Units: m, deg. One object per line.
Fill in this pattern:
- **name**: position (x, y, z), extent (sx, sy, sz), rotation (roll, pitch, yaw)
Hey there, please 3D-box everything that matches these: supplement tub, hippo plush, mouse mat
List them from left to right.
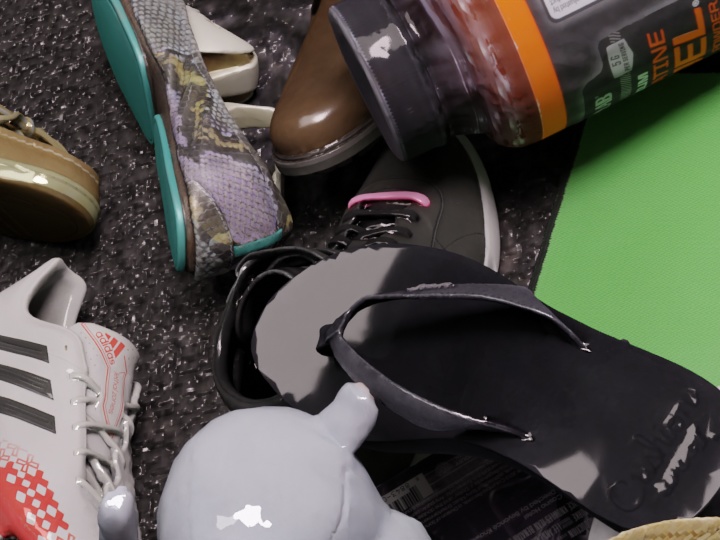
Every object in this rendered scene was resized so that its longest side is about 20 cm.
- **hippo plush**: position (-0.051, 0.127, 0.708), extent (0.159, 0.200, 0.161), rotation (-33, 22, 26)
- **supplement tub**: position (0.090, -0.120, 0.877), extent (0.199, 0.107, 0.107), rotation (-27, 48, -1)
- **mouse mat**: position (0.164, -0.017, 0.844), extent (0.199, 0.008, 0.162), rotation (3, 59, 29)

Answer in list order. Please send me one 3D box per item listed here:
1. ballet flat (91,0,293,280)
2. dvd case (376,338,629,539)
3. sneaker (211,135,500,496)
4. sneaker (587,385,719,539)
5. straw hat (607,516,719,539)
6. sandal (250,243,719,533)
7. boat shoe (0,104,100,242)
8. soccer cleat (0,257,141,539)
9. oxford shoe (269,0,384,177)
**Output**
- **ballet flat**: position (-0.074, -0.074, 0.988), extent (0.072, 0.072, 0.201), rotation (-29, 48, 7)
- **dvd case**: position (0.083, 0.129, 0.761), extent (0.148, 0.016, 0.200), rotation (-31, 49, -4)
- **sneaker**: position (0.000, 0.000, 0.860), extent (0.070, 0.099, 0.201), rotation (-4, 54, 29)
- **sneaker**: position (0.154, 0.056, 0.715), extent (0.200, 0.070, 0.080), rotation (-42, 6, -12)
- **straw hat**: position (0.087, 0.180, 0.651), extent (0.085, 0.201, 0.202), rotation (-20, 42, 55)
- **sandal**: position (0.042, 0.033, 0.733), extent (0.199, 0.043, 0.076), rotation (16, 75, 37)
- **boat shoe**: position (-0.193, -0.065, 1.036), extent (0.200, 0.073, 0.063), rotation (14, 69, 44)
- **soccer cleat**: position (-0.122, 0.070, 0.901), extent (0.085, 0.069, 0.200), rotation (-40, 43, 3)
- **oxford shoe**: position (0.000, -0.129, 0.953), extent (0.072, 0.084, 0.201), rotation (-2, 51, 38)
